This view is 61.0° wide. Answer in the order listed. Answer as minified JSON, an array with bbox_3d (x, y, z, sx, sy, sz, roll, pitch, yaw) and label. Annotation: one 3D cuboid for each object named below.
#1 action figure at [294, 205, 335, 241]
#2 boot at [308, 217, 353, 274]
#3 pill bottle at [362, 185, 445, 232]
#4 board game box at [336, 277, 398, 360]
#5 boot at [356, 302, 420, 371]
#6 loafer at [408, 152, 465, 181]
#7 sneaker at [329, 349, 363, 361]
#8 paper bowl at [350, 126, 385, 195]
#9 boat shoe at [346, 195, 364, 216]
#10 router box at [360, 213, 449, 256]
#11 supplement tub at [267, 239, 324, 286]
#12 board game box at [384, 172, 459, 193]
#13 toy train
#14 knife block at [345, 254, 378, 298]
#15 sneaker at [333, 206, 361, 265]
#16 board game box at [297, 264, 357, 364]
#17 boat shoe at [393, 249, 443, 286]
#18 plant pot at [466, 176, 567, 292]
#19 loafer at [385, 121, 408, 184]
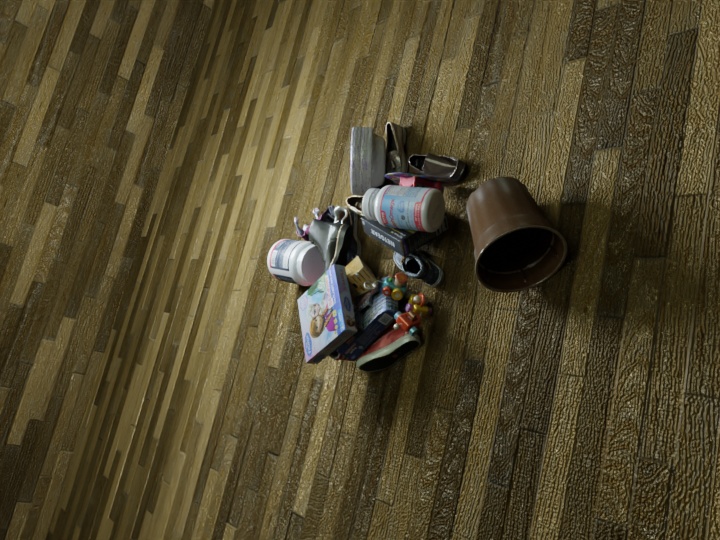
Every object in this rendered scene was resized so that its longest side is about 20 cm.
[{"bbox_3d":[-0.135,-0.134,2.010,0.199,0.134,0.150,-28,95,53],"label":"action figure"},{"bbox_3d":[-0.110,-0.052,1.846,0.137,0.077,0.202,17,86,26],"label":"boot"},{"bbox_3d":[0.108,-0.161,1.564,0.198,0.108,0.110,10,79,34],"label":"pill bottle"},{"bbox_3d":[0.018,0.107,1.665,0.200,0.061,0.201,-49,22,27],"label":"board game box"},{"bbox_3d":[0.064,0.174,1.634,0.199,0.072,0.145,-34,48,25],"label":"boot"},{"bbox_3d":[0.203,-0.284,1.685,0.199,0.071,0.074,14,83,51],"label":"loafer"},{"bbox_3d":[-0.068,0.161,1.716,0.071,0.112,0.202,-39,63,36],"label":"sneaker"},{"bbox_3d":[0.024,-0.329,1.843,0.201,0.103,0.203,1,-90,-90],"label":"paper bowl"},{"bbox_3d":[0.030,-0.188,1.844,0.199,0.064,0.072,15,84,51],"label":"boat shoe"},{"bbox_3d":[0.118,-0.128,1.658,0.156,0.053,0.200,-31,36,-19],"label":"router box"},{"bbox_3d":[-0.196,-0.026,1.965,0.199,0.140,0.142,9,79,50],"label":"supplement tub"},{"bbox_3d":[0.161,-0.220,1.609,0.158,0.197,0.039,-45,-39,-89],"label":"board game box"},{"bbox_3d":[0.106,0.072,1.548,0.200,0.149,0.056,48,128,31],"label":"toy train"},{"bbox_3d":[0.000,0.000,1.727,0.199,0.064,0.176,-29,20,48],"label":"knife block"},{"bbox_3d":[-0.051,-0.106,1.888,0.078,0.079,0.202,-29,54,35],"label":"sneaker"},{"bbox_3d":[-0.095,0.120,1.655,0.199,0.041,0.202,-43,47,39],"label":"board game box"},{"bbox_3d":[0.133,-0.025,1.628,0.200,0.090,0.071,35,99,50],"label":"boat shoe"},{"bbox_3d":[0.332,-0.091,1.367,0.200,0.199,0.200,-40,39,29],"label":"plant pot"},{"bbox_3d":[0.099,-0.356,1.844,0.072,0.063,0.202,-22,57,40],"label":"loafer"}]
